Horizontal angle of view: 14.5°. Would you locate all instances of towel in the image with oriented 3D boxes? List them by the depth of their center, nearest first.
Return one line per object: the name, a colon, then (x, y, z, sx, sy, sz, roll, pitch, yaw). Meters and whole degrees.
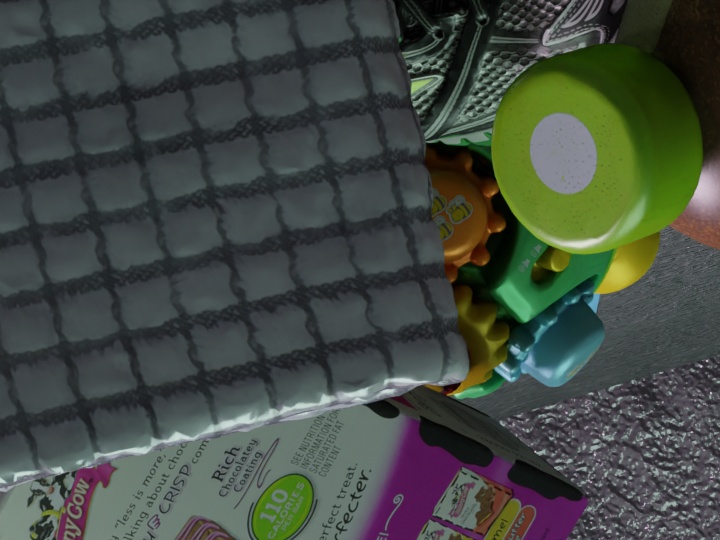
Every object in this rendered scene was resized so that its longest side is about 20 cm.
towel: (-0.091, -0.033, 0.590, 0.200, 0.166, 0.086, -14, 175, -9)

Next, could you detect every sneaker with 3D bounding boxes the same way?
sneaker: (-0.005, -0.066, 0.834, 0.200, 0.078, 0.085, -21, 168, 27)

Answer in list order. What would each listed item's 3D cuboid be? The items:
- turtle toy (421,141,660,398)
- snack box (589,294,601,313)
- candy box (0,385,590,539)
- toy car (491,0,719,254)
turtle toy: (0.000, 0.000, 0.941, 0.200, 0.101, 0.146, -18, 138, 29)
snack box: (0.039, -0.028, 1.050, 0.116, 0.037, 0.200, -15, 147, -13)
candy box: (-0.044, 0.082, 0.845, 0.200, 0.136, 0.061, 27, -173, -40)
toy car: (0.169, -0.047, 0.755, 0.164, 0.200, 0.158, -19, 134, -47)
